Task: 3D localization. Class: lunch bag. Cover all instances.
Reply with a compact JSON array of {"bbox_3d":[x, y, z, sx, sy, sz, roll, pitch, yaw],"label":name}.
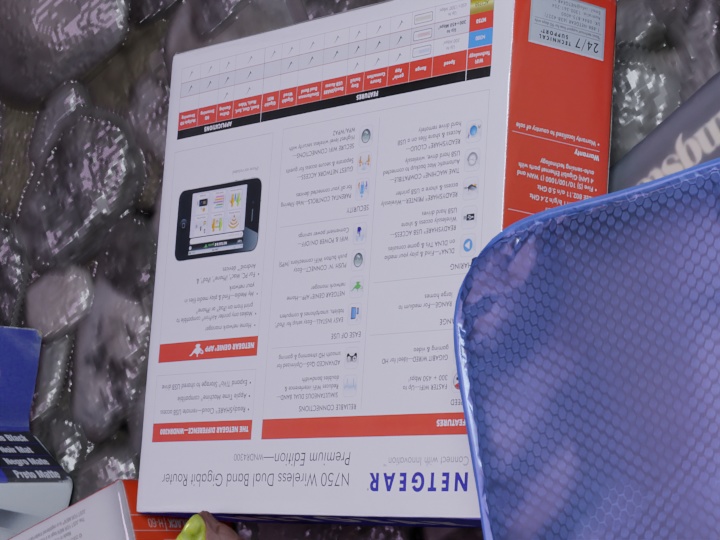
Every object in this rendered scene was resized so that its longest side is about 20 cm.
[{"bbox_3d":[0.123,0.075,0.684,0.135,0.132,0.201,-13,76,32],"label":"lunch bag"}]

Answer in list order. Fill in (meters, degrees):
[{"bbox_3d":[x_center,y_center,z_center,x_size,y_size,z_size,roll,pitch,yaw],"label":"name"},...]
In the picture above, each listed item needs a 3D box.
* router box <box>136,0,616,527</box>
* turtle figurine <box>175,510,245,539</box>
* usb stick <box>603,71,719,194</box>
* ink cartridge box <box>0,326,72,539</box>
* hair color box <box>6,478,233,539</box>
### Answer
[{"bbox_3d":[0.000,0.000,0.827,0.200,0.049,0.181,-5,78,51],"label":"router box"},{"bbox_3d":[0.002,0.145,0.809,0.161,0.064,0.201,27,122,9],"label":"turtle figurine"},{"bbox_3d":[0.122,-0.036,0.764,0.200,0.033,0.056,-43,60,29],"label":"usb stick"},{"bbox_3d":[-0.203,0.120,0.917,0.040,0.199,0.201,16,97,38],"label":"ink cartridge box"},{"bbox_3d":[-0.084,0.192,0.895,0.101,0.061,0.201,-28,66,35],"label":"hair color box"}]
